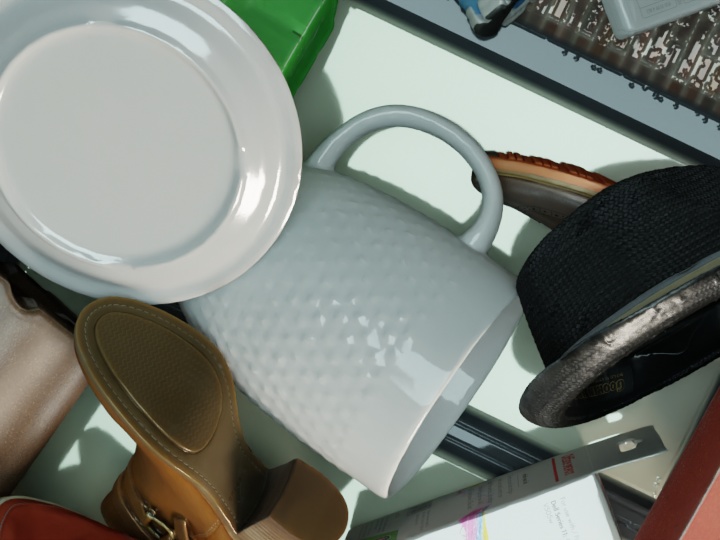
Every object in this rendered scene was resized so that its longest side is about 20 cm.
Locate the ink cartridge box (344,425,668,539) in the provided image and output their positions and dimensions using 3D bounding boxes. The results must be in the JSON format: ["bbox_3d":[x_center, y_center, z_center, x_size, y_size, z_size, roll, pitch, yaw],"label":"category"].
[{"bbox_3d":[0.091,0.158,1.179,0.199,0.117,0.068,-20,91,5],"label":"ink cartridge box"}]

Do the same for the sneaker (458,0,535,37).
[{"bbox_3d":[0.117,-0.234,1.176,0.200,0.075,0.087,-42,82,3],"label":"sneaker"}]

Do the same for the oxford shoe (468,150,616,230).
[{"bbox_3d":[0.149,-0.013,1.189,0.199,0.071,0.073,23,99,1],"label":"oxford shoe"}]

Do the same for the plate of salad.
[{"bbox_3d":[-0.127,-0.075,1.089,0.199,0.048,0.201,4,119,8],"label":"plate of salad"}]

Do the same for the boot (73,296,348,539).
[{"bbox_3d":[-0.116,0.112,1.168,0.200,0.155,0.074,47,54,-10],"label":"boot"}]

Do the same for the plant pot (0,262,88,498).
[{"bbox_3d":[-0.265,0.075,1.169,0.200,0.200,0.198,40,87,0],"label":"plant pot"}]

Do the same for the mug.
[{"bbox_3d":[0.000,0.000,1.162,0.175,0.148,0.200,34,92,11],"label":"mug"}]

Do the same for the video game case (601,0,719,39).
[{"bbox_3d":[0.187,-0.250,1.125,0.181,0.023,0.201,-21,90,-17],"label":"video game case"}]

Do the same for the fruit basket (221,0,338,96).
[{"bbox_3d":[-0.120,-0.154,1.172,0.199,0.094,0.186,21,62,13],"label":"fruit basket"}]

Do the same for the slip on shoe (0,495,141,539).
[{"bbox_3d":[-0.131,0.180,1.149,0.200,0.074,0.061,31,139,-25],"label":"slip on shoe"}]

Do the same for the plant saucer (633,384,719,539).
[{"bbox_3d":[0.233,0.112,1.150,0.037,0.199,0.201,33,97,34],"label":"plant saucer"}]

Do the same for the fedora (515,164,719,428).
[{"bbox_3d":[0.158,0.002,1.101,0.200,0.201,0.092,-32,73,5],"label":"fedora"}]
